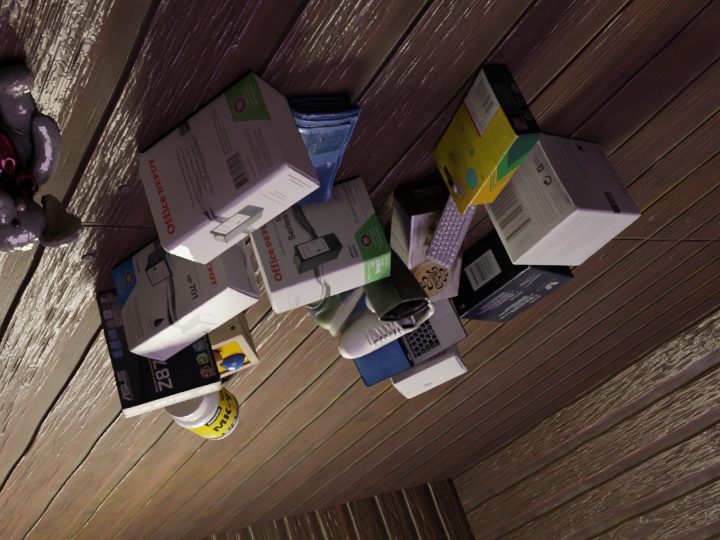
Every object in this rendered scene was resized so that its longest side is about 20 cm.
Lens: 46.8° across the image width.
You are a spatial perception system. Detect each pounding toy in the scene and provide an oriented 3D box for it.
[{"bbox_3d":[-0.292,0.141,1.487,0.181,0.144,0.201,-21,156,-4],"label":"pounding toy"}]

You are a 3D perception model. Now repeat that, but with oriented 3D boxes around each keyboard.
[{"bbox_3d":[0.166,-0.106,1.370,0.056,0.203,0.011,23,179,-22],"label":"keyboard"}]

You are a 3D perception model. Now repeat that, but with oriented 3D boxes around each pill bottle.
[{"bbox_3d":[-0.340,0.287,1.775,0.113,0.116,0.200,-23,156,3],"label":"pill bottle"}]

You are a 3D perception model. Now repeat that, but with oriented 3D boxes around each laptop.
[{"bbox_3d":[0.072,0.093,1.621,0.198,0.190,0.116,-30,168,17],"label":"laptop"}]

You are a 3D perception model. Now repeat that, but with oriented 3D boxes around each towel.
[{"bbox_3d":[-0.075,-0.163,1.174,0.110,0.049,0.201,-10,153,-24],"label":"towel"}]

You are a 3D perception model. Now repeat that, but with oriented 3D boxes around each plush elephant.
[{"bbox_3d":[-0.396,-0.090,0.913,0.162,0.157,0.201,-19,155,-7],"label":"plush elephant"}]

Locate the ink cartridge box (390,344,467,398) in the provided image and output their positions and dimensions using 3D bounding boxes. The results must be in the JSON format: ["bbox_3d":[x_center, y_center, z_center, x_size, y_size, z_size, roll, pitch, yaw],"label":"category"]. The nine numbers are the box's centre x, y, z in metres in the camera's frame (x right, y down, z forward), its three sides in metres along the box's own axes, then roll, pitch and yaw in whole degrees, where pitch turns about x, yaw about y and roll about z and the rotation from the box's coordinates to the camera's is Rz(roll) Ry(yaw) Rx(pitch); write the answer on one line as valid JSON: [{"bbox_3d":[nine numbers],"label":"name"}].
[{"bbox_3d":[0.114,0.139,1.760,0.145,0.203,0.146,-25,156,7],"label":"ink cartridge box"}]

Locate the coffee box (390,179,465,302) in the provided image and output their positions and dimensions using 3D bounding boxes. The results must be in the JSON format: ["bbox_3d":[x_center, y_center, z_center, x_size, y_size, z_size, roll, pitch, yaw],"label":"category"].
[{"bbox_3d":[0.115,-0.045,1.452,0.111,0.080,0.203,-12,130,-19],"label":"coffee box"}]

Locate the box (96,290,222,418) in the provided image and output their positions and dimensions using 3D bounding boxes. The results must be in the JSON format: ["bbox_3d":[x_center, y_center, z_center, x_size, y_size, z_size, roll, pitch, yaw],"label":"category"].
[{"bbox_3d":[-0.324,0.116,1.339,0.158,0.203,0.049,-14,157,-14],"label":"box"}]

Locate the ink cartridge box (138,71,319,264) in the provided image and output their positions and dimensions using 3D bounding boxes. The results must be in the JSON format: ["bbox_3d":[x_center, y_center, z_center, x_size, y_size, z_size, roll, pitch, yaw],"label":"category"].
[{"bbox_3d":[-0.169,-0.125,1.051,0.198,0.147,0.084,-31,156,19],"label":"ink cartridge box"}]

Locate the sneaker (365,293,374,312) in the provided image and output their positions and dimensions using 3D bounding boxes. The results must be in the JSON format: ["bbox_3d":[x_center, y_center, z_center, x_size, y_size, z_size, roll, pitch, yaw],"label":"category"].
[{"bbox_3d":[0.083,0.013,1.583,0.199,0.076,0.088,-41,-179,-18],"label":"sneaker"}]

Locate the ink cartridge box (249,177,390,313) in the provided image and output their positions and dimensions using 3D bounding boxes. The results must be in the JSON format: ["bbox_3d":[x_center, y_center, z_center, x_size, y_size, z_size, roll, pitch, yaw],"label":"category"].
[{"bbox_3d":[-0.066,-0.039,1.311,0.197,0.148,0.084,-19,156,-8],"label":"ink cartridge box"}]

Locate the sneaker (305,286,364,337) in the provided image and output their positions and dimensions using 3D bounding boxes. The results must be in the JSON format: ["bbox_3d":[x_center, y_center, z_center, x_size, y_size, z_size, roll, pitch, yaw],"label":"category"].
[{"bbox_3d":[-0.029,0.018,1.549,0.202,0.089,0.067,-57,177,8],"label":"sneaker"}]

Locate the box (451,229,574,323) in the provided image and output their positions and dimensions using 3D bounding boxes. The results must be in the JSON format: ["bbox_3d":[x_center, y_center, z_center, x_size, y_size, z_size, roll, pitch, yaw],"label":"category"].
[{"bbox_3d":[0.311,0.010,1.768,0.196,0.119,0.198,-38,150,31],"label":"box"}]

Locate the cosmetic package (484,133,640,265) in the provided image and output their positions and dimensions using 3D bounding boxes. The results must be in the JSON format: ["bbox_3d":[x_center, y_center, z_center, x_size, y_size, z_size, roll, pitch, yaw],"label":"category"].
[{"bbox_3d":[0.352,-0.121,1.482,0.197,0.167,0.165,-1,148,-41],"label":"cosmetic package"}]

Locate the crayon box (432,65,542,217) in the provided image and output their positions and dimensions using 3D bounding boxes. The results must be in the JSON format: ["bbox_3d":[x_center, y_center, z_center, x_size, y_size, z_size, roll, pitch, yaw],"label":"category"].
[{"bbox_3d":[0.184,-0.189,1.248,0.050,0.129,0.201,-9,154,-26],"label":"crayon box"}]

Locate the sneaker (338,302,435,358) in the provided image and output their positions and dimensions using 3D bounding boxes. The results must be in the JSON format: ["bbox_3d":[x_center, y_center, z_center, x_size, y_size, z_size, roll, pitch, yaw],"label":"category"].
[{"bbox_3d":[0.048,0.102,1.562,0.198,0.077,0.080,-31,-165,-10],"label":"sneaker"}]

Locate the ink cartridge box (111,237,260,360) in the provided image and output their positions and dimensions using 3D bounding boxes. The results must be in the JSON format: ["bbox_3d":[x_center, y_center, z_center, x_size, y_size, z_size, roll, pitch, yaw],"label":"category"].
[{"bbox_3d":[-0.267,0.021,1.261,0.198,0.148,0.086,-32,152,20],"label":"ink cartridge box"}]

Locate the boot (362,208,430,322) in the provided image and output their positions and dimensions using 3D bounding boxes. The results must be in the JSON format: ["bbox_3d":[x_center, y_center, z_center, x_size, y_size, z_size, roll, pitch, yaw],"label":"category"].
[{"bbox_3d":[-0.001,-0.001,1.378,0.179,0.203,0.073,-16,155,-13],"label":"boot"}]
